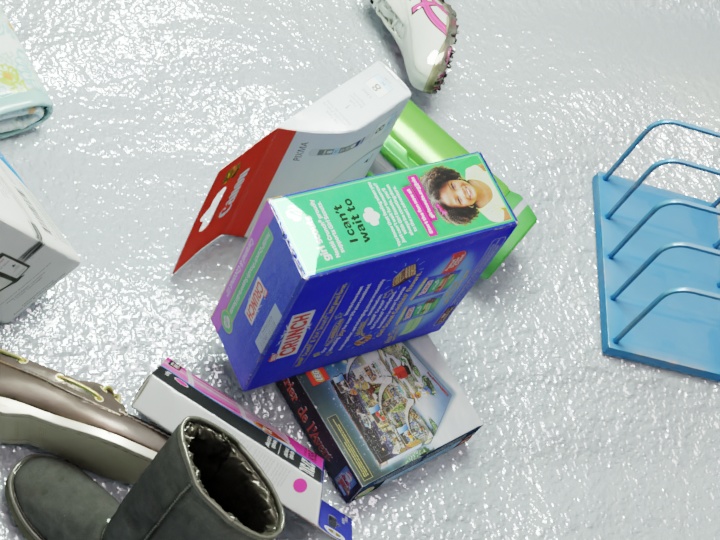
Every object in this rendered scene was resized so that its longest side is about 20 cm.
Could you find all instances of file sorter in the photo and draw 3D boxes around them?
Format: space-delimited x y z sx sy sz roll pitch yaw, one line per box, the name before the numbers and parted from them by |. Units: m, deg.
file sorter | 0.312 -0.022 1.433 0.137 0.123 0.202 14 55 -17

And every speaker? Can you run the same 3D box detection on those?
speaker | 0.064 -0.085 1.380 0.200 0.089 0.088 42 52 4

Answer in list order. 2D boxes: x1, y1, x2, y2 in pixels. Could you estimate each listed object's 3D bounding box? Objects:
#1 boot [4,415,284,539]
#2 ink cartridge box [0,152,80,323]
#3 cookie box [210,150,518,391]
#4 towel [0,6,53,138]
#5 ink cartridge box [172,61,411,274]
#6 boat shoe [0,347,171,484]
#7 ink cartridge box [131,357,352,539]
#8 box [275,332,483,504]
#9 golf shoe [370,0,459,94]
boot | -0.155 0.159 1.055 0.181 0.200 0.073 40 52 3
ink cartridge box | -0.303 -0.052 1.113 0.084 0.200 0.147 -38 78 0
cookie box | 0.000 0.000 1.196 0.198 0.172 0.076 -15 65 -31
towel | -0.376 -0.174 1.256 0.198 0.048 0.172 -19 71 -33
ink cartridge box | -0.058 -0.073 1.268 0.047 0.160 0.200 45 53 9
boat shoe | -0.215 0.109 1.143 0.198 0.072 0.060 19 56 -7
ink cartridge box | -0.082 0.139 1.172 0.199 0.095 0.037 35 93 -3
box | -0.004 0.078 1.277 0.135 0.038 0.201 -22 71 -33
golf shoe | 0.046 -0.250 1.486 0.091 0.073 0.202 9 47 -12
